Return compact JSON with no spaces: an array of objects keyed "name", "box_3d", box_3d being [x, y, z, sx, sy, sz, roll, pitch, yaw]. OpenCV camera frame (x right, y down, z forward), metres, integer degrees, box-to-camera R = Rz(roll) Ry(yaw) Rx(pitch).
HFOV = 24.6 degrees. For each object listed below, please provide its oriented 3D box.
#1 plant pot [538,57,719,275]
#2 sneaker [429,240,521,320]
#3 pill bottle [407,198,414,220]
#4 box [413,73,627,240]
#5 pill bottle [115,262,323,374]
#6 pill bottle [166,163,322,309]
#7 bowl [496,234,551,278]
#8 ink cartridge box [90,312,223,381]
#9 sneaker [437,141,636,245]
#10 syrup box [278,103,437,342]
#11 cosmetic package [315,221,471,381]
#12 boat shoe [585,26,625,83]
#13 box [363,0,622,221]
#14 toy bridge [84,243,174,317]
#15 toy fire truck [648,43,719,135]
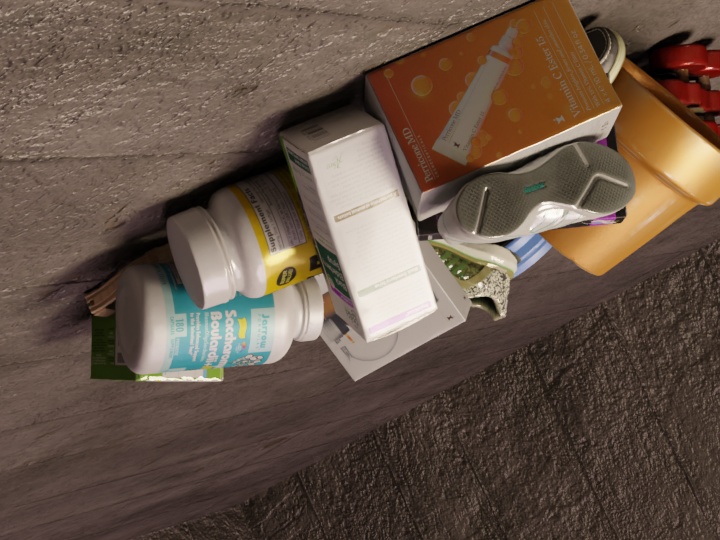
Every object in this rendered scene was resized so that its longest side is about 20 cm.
[{"name":"plant pot","box_3d":[0.261,-0.102,1.698,0.183,0.200,0.200,-50,161,15]},{"name":"sneaker","box_3d":[0.088,0.012,1.808,0.199,0.089,0.077,6,159,-22]},{"name":"pill bottle","box_3d":[0.116,-0.095,1.790,0.106,0.107,0.200,-22,169,-13]},{"name":"box","box_3d":[0.144,-0.107,1.562,0.199,0.144,0.036,-4,168,-2]},{"name":"pill bottle","box_3d":[-0.141,0.044,1.678,0.199,0.111,0.111,-4,161,-23]},{"name":"pill bottle","box_3d":[-0.080,-0.041,1.604,0.199,0.115,0.114,-21,168,-17]},{"name":"bowl","box_3d":[0.166,-0.059,1.962,0.200,0.039,0.201,-32,-152,19]},{"name":"ink cartridge box","box_3d":[-0.179,0.085,1.817,0.199,0.076,0.148,3,176,-28]},{"name":"sneaker","box_3d":[0.157,-0.068,1.495,0.200,0.071,0.080,-13,173,-25]},{"name":"syrup box","box_3d":[-0.001,-0.043,1.527,0.081,0.201,0.079,-23,-154,-14]},{"name":"cosmetic package","box_3d":[0.000,0.000,1.747,0.150,0.200,0.052,-31,-165,22]},{"name":"boat shoe","box_3d":[0.168,-0.176,1.625,0.201,0.072,0.066,-34,141,26]},{"name":"box","box_3d":[0.118,-0.149,1.502,0.199,0.125,0.098,-24,169,-6]},{"name":"toy bridge","box_3d":[-0.201,-0.007,1.714,0.199,0.027,0.067,-27,167,14]},{"name":"toy fire truck","box_3d":[0.332,-0.185,1.885,0.167,0.113,0.200,-10,176,29]}]
